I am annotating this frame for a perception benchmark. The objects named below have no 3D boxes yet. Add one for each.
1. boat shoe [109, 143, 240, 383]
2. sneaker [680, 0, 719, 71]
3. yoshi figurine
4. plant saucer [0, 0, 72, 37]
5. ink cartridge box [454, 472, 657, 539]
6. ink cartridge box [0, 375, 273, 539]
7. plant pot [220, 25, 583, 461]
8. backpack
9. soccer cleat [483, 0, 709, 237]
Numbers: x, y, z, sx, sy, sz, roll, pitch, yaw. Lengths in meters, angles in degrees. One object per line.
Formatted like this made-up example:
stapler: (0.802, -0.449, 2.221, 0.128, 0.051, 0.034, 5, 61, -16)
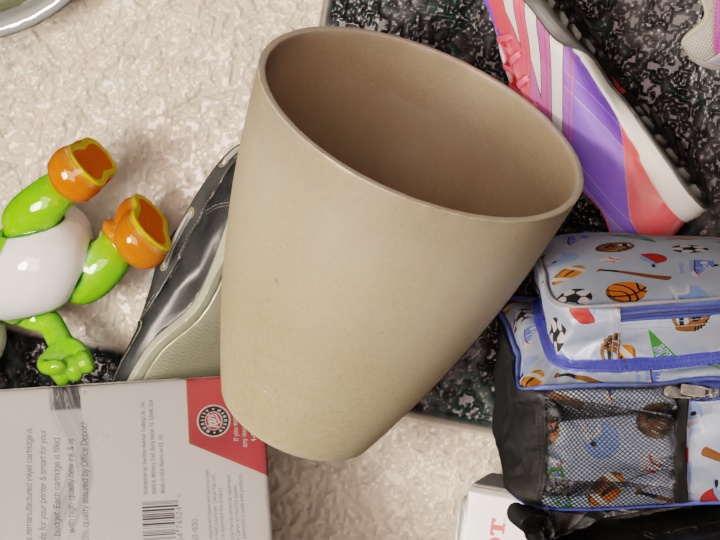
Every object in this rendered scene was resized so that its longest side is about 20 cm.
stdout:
boat shoe: (-0.094, 0.016, 1.633, 0.200, 0.072, 0.068, -59, 43, 16)
sneaker: (0.202, -0.199, 1.537, 0.088, 0.081, 0.201, -8, 91, 11)
yoshi figurine: (-0.211, 0.018, 1.610, 0.200, 0.112, 0.113, -38, 61, 17)
plant saucer: (-0.226, -0.236, 1.645, 0.199, 0.050, 0.201, 1, 93, 13)
ink cartridge box: (0.151, 0.202, 1.570, 0.199, 0.083, 0.146, 9, 95, 12)
ink cartridge box: (-0.150, 0.144, 1.575, 0.199, 0.083, 0.147, -3, 49, -3)
plant pot: (0.000, 0.000, 1.530, 0.187, 0.187, 0.200, 28, 119, 9)
backpack: (0.171, 0.060, 1.510, 0.190, 0.200, 0.155, 5, 112, -3)
soccer cleat: (0.114, -0.097, 1.572, 0.073, 0.068, 0.200, -37, 88, 16)
